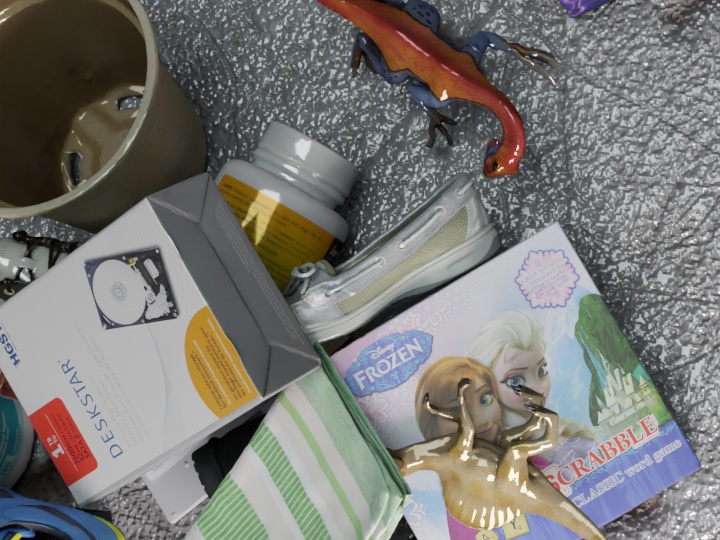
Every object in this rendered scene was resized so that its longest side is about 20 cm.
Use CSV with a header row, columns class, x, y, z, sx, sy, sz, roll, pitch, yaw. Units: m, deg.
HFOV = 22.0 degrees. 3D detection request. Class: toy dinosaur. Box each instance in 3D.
class,x,y,z,sx,sy,sz,roll,pitch,yaw
toy dinosaur,0.101,0.133,1.256,0.199,0.058,0.102,20,102,9
toy dinosaur,0.046,-0.140,1.354,0.106,0.199,0.182,-63,36,16

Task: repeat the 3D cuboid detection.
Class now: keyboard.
class,x,y,z,sx,sy,sz,roll,pitch,yaw
keyboard,-0.085,0.113,1.424,0.200,0.011,0.056,-40,75,9

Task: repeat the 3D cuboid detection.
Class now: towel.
class,x,y,z,sx,sy,sz,roll,pitch,yaw
towel,-0.050,0.174,1.274,0.201,0.023,0.153,-57,46,26

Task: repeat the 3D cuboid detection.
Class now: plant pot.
class,x,y,z,sx,sy,sz,roll,pitch,yaw
plant pot,-0.209,-0.112,1.408,0.199,0.183,0.202,-5,74,18

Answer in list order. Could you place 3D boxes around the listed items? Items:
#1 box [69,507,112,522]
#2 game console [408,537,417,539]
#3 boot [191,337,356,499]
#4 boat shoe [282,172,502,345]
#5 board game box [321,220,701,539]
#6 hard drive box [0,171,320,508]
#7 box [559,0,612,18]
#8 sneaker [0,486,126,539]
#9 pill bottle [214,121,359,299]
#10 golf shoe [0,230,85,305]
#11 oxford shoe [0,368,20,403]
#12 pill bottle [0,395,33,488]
class,x,y,z,sx,sy,sz,roll,pitch,yaw
box,-0.297,0.265,1.407,0.198,0.124,0.150,-11,77,18
game console,0.083,0.299,1.273,0.199,0.176,0.117,13,121,21
boot,-0.015,0.168,1.351,0.168,0.076,0.201,-34,68,13
boat shoe,0.001,0.000,1.320,0.201,0.074,0.065,-25,97,-2
board game box,0.103,0.101,1.297,0.199,0.041,0.200,-31,85,-2
hard drive box,-0.150,0.051,1.286,0.200,0.077,0.157,-33,87,36
box,0.176,-0.277,1.299,0.147,0.200,0.105,-24,73,15
sneaker,-0.263,0.186,1.304,0.199,0.078,0.067,8,85,21
pill bottle,-0.081,-0.006,1.386,0.109,0.109,0.201,28,87,21
golf shoe,-0.231,0.009,1.403,0.199,0.094,0.078,-21,48,44
oxford shoe,-0.237,0.078,1.418,0.199,0.074,0.071,31,91,-23
pill bottle,-0.340,0.119,1.408,0.110,0.200,0.112,-3,80,19
